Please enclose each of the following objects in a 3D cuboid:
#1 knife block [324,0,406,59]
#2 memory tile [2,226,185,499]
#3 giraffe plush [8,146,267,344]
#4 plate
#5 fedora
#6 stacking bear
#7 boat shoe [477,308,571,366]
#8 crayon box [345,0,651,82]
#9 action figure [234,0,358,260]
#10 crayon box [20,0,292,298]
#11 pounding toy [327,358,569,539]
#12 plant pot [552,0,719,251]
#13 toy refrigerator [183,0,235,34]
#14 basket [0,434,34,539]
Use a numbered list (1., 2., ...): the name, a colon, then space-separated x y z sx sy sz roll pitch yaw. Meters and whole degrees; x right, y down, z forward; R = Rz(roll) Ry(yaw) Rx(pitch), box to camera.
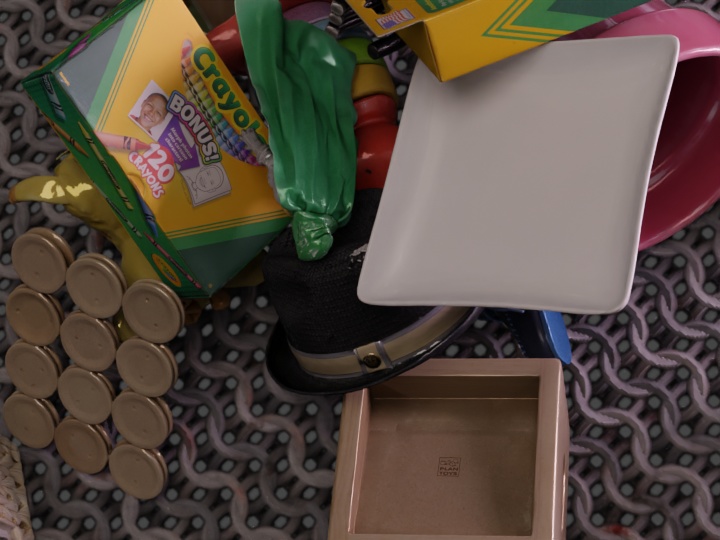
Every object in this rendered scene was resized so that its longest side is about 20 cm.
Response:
1. knife block: 0.064 -0.227 1.379 0.176 0.200 0.064 -48 70 10
2. memory tile: -0.206 0.072 1.348 0.153 0.200 0.017 21 34 17
3. giraffe plush: -0.154 -0.038 1.375 0.172 0.200 0.162 -28 96 24
4. plate: 0.108 -0.061 1.179 0.199 0.032 0.200 2 67 32
5. fedora: 0.000 0.000 1.280 0.200 0.092 0.201 -25 29 15
6. stacking bear: -0.020 -0.128 1.388 0.121 0.114 0.200 -44 65 27
7. boat shoe: 0.102 0.001 1.355 0.069 0.084 0.200 -27 53 10
8. crayon box: 0.094 -0.196 1.234 0.200 0.052 0.126 -21 29 -6
9. action figure: -0.042 -0.094 1.261 0.055 0.118 0.200 -39 46 39
10. crayon box: -0.137 -0.093 1.283 0.119 0.058 0.200 -45 112 -28
11. pounding toy: 0.055 0.184 1.277 0.184 0.142 0.200 -1 56 11
12. plant pot: 0.175 -0.138 1.323 0.200 0.200 0.179 -35 54 -1
13. toy refrigerator: -0.153 -0.253 1.408 0.076 0.200 0.070 21 78 16
14. basket: -0.360 0.195 1.348 0.200 0.136 0.124 -13 69 7
